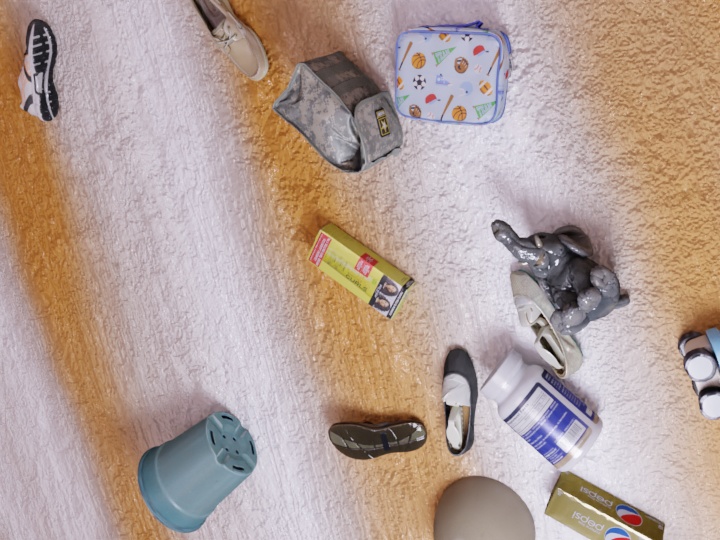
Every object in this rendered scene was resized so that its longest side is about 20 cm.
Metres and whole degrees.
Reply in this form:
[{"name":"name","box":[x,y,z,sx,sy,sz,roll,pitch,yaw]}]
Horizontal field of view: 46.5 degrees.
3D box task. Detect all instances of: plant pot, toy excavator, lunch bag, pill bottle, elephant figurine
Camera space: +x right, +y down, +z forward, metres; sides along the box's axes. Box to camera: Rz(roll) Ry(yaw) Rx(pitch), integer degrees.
[{"name":"plant pot","box":[-0.333,0.413,1.769,0.195,0.200,0.202,-38,89,22]},{"name":"toy excavator","box":[0.617,0.168,1.296,0.196,0.100,0.198,-22,98,20]},{"name":"lunch bag","box":[0.152,-0.322,1.364,0.196,0.075,0.164,9,108,23]},{"name":"pill bottle","box":[0.308,0.237,1.444,0.199,0.115,0.116,42,119,8]},{"name":"elephant figurine","box":[0.323,-0.011,1.358,0.140,0.156,0.201,-34,61,-4]},{"name":"lunch bag","box":[-0.022,-0.260,1.412,0.200,0.164,0.118,44,122,5]},{"name":"plant pot","box":[0.216,0.509,1.564,0.196,0.134,0.205,8,109,23]}]

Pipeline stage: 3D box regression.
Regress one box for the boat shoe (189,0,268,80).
[{"name":"boat shoe","box":[-0.242,-0.430,1.518,0.072,0.065,0.202,-33,91,30]}]

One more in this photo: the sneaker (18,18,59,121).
[{"name":"sneaker","box":[-0.673,-0.413,1.724,0.078,0.073,0.205,16,112,21]}]

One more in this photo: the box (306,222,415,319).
[{"name":"box","box":[0.000,0.000,1.550,0.198,0.050,0.076,36,119,11]}]

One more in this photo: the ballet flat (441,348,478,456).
[{"name":"ballet flat","box":[0.181,0.248,1.534,0.066,0.068,0.205,1,107,25]}]

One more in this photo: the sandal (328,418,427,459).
[{"name":"sandal","box":[0.035,0.317,1.639,0.195,0.055,0.084,-11,108,13]}]

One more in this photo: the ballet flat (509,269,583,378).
[{"name":"ballet flat","box":[0.307,0.092,1.419,0.202,0.062,0.067,54,152,1]}]

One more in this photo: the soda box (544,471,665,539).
[{"name":"soda box","box":[0.429,0.437,1.478,0.197,0.068,0.065,26,116,16]}]
